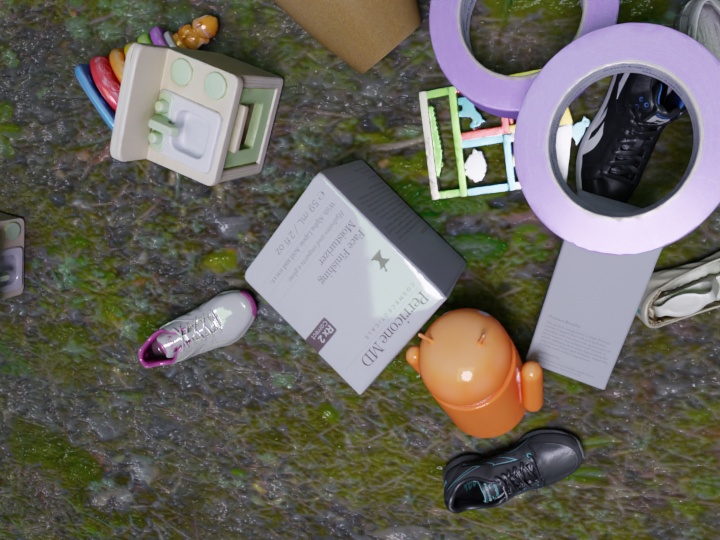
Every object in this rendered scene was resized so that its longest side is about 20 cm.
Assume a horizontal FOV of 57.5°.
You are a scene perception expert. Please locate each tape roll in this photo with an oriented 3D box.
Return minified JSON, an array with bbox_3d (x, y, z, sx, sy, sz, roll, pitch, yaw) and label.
[{"bbox_3d":[0.176,-0.274,0.713,0.194,0.065,0.208,2,96,20],"label":"tape roll"},{"bbox_3d":[0.247,-0.121,0.622,0.194,0.065,0.207,4,100,24],"label":"tape roll"}]

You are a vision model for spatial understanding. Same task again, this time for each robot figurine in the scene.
[{"bbox_3d":[0.138,0.122,0.777,0.116,0.201,0.144,-39,48,-1],"label":"robot figurine"}]

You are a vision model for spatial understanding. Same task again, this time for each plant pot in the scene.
[{"bbox_3d":[-0.021,-0.336,0.741,0.184,0.187,0.202,-33,104,22],"label":"plant pot"}]

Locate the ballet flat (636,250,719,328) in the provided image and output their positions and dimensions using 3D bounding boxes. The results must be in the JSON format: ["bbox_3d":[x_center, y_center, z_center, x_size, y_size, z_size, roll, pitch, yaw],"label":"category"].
[{"bbox_3d":[0.400,0.015,0.726,0.196,0.069,0.071,-24,95,22],"label":"ballet flat"}]

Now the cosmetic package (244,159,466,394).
[{"bbox_3d":[0.000,0.000,0.806,0.200,0.165,0.166,43,112,4],"label":"cosmetic package"}]

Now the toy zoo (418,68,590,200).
[{"bbox_3d":[0.173,-0.163,0.786,0.194,0.020,0.136,-6,101,20],"label":"toy zoo"}]

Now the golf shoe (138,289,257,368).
[{"bbox_3d":[-0.238,0.093,0.952,0.196,0.091,0.077,-28,92,21],"label":"golf shoe"}]

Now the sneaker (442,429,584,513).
[{"bbox_3d":[0.196,0.270,0.851,0.196,0.079,0.077,-26,94,21],"label":"sneaker"}]

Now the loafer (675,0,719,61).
[{"bbox_3d":[0.379,-0.184,0.683,0.068,0.070,0.205,-22,95,22],"label":"loafer"}]

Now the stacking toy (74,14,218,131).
[{"bbox_3d":[-0.270,-0.278,0.879,0.197,0.116,0.111,-34,94,11],"label":"stacking toy"}]

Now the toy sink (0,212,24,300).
[{"bbox_3d":[-0.611,-0.023,1.043,0.194,0.112,0.135,15,107,20],"label":"toy sink"}]

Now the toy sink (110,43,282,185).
[{"bbox_3d":[-0.189,-0.188,0.801,0.109,0.200,0.134,22,108,12],"label":"toy sink"}]

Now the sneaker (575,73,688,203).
[{"bbox_3d":[0.289,-0.145,0.694,0.071,0.112,0.206,11,107,-2],"label":"sneaker"}]

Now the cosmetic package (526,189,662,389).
[{"bbox_3d":[0.263,0.024,0.746,0.099,0.074,0.205,18,122,14],"label":"cosmetic package"}]
